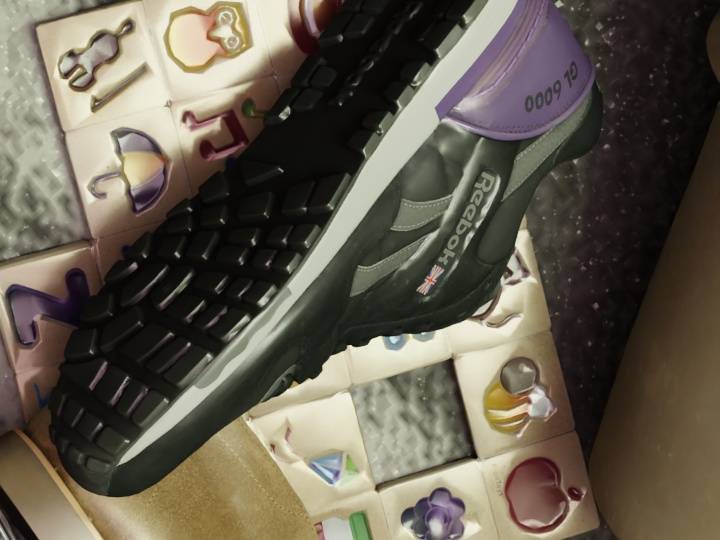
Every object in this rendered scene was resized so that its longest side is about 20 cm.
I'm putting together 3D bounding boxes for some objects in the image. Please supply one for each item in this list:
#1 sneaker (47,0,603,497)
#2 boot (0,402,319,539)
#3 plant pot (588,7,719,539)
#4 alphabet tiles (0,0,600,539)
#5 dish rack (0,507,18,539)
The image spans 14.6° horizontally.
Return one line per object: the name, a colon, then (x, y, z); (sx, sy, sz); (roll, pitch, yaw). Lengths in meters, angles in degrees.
sneaker: (0.000, 0.000, 0.809); (0.200, 0.076, 0.088); (-49, 123, -11)
boot: (-0.029, 0.115, 0.840); (0.075, 0.074, 0.201); (-36, 102, -14)
plant pot: (0.155, 0.020, 0.819); (0.199, 0.201, 0.175); (28, 112, -14)
alphabet tiles: (-0.027, 0.009, 0.858); (0.166, 0.008, 0.201); (-16, 101, -8)
dish rack: (-0.178, 0.153, 0.829); (0.199, 0.055, 0.154); (-28, 103, -4)
